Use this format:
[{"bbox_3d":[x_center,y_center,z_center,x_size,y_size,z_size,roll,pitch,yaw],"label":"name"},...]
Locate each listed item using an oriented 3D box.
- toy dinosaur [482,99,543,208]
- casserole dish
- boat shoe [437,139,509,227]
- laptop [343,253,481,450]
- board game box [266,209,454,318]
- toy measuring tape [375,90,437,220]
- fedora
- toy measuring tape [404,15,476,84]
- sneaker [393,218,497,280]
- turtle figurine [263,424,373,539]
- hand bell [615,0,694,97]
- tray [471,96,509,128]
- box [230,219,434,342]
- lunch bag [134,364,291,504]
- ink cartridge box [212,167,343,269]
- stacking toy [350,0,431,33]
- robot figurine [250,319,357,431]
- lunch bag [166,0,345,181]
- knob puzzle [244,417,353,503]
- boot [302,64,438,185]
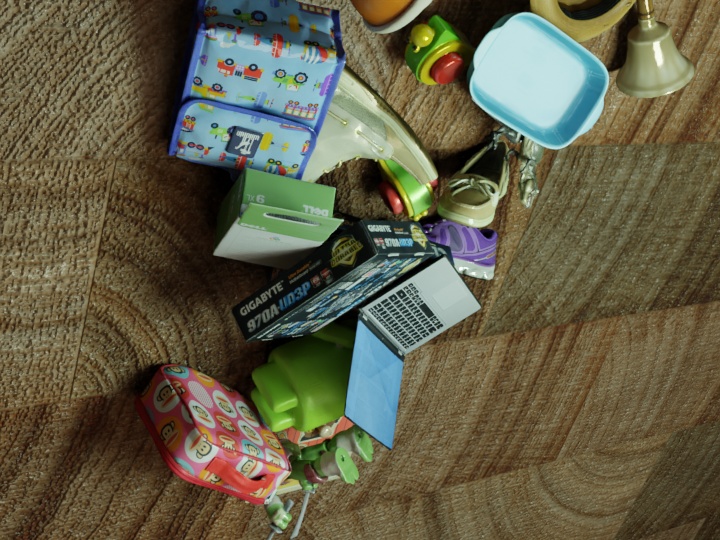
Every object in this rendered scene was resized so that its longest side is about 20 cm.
[{"bbox_3d":[0.206,-0.180,1.446,0.087,0.047,0.203,2,112,-34],"label":"toy dinosaur"},{"bbox_3d":[0.202,-0.224,1.362,0.198,0.039,0.122,25,105,-33],"label":"casserole dish"},{"bbox_3d":[0.148,-0.109,1.464,0.201,0.072,0.064,-41,146,-60],"label":"boat shoe"},{"bbox_3d":[0.070,0.107,1.472,0.198,0.117,0.187,-31,152,6],"label":"laptop"},{"bbox_3d":[0.000,0.000,1.457,0.198,0.035,0.136,16,132,-28],"label":"board game box"},{"bbox_3d":[0.050,-0.126,1.412,0.073,0.074,0.201,-33,140,-9],"label":"toy measuring tape"},{"bbox_3d":[0.260,-0.365,1.369,0.199,0.082,0.203,-25,138,-24],"label":"fedora"},{"bbox_3d":[0.104,-0.244,1.373,0.074,0.074,0.199,-52,153,13],"label":"toy measuring tape"},{"bbox_3d":[0.105,-0.043,1.557,0.198,0.080,0.085,11,93,-42],"label":"sneaker"},{"bbox_3d":[-0.072,0.298,1.580,0.192,0.203,0.143,-23,157,28],"label":"turtle figurine"},{"bbox_3d":[0.365,-0.335,1.494,0.103,0.104,0.202,-29,127,-14],"label":"hand bell"},{"bbox_3d":[0.215,-0.222,1.477,0.108,0.022,0.199,-49,151,10],"label":"tray"},{"bbox_3d":[-0.030,0.012,1.346,0.199,0.046,0.158,-34,166,24],"label":"box"},{"bbox_3d":[-0.175,0.214,1.463,0.082,0.176,0.199,-48,139,8],"label":"lunch bag"},{"bbox_3d":[-0.090,-0.060,1.270,0.102,0.060,0.200,11,162,-15],"label":"ink cartridge box"},{"bbox_3d":[-0.014,-0.344,1.162,0.198,0.147,0.147,28,107,-29],"label":"stacking toy"},{"bbox_3d":[-0.045,0.138,1.547,0.198,0.116,0.177,-21,142,-23],"label":"robot figurine"},{"bbox_3d":[-0.114,-0.178,1.214,0.148,0.095,0.202,8,133,-15],"label":"lunch bag"},{"bbox_3d":[-0.072,0.250,1.693,0.217,0.031,0.222,-21,136,-22],"label":"knob puzzle"},{"bbox_3d":[-0.022,-0.131,1.324,0.155,0.072,0.200,-45,114,10],"label":"boot"}]
